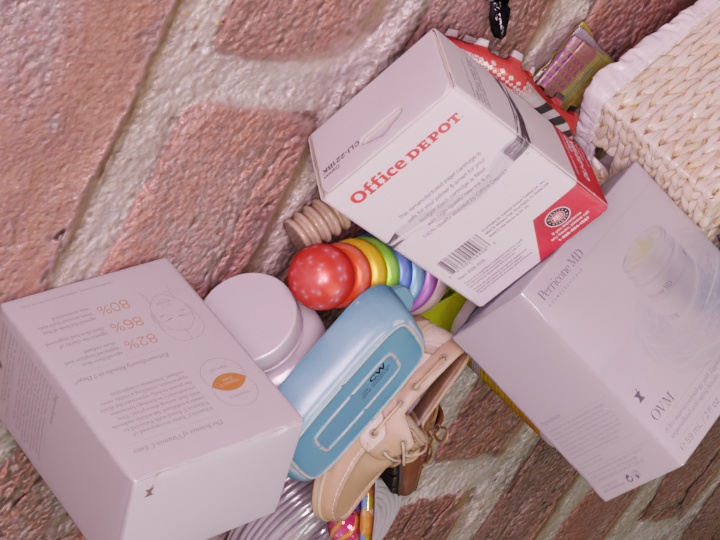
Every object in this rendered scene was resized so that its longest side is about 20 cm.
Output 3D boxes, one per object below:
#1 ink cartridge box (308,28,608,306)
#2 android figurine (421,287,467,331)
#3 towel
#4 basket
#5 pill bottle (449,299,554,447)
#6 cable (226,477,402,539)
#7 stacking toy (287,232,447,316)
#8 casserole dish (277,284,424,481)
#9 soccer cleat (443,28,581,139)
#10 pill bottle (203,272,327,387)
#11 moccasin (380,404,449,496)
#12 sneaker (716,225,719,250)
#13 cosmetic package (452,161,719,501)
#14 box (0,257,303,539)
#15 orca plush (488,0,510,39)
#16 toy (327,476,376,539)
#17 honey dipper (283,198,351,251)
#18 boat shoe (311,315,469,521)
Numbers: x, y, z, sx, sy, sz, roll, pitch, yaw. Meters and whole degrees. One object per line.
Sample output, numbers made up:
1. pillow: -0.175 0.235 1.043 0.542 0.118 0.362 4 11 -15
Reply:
1. ink cartridge box: 0.078 -0.079 1.361 0.144 0.084 0.200 -39 131 22
2. android figurine: 0.067 0.064 1.650 0.182 0.041 0.200 -27 143 -26
3. towel: 0.163 -0.128 1.546 0.200 0.023 0.144 -48 149 10
4. basket: 0.314 -0.122 1.553 0.200 0.161 0.198 -37 159 -17
5. pill bottle: 0.187 0.096 1.591 0.113 0.200 0.113 -33 149 -23
6. cable: -0.044 0.262 1.732 0.200 0.069 0.200 -45 149 2
7. stacking toy: 0.000 0.000 1.419 0.085 0.085 0.200 -54 159 17
8. casserole dish: -0.014 0.099 1.392 0.200 0.039 0.121 -49 152 -7
9. soccer cleat: 0.115 -0.135 1.416 0.200 0.069 0.085 29 87 -51
10. pill bottle: -0.074 0.088 1.450 0.112 0.112 0.200 -37 148 -10
11. moccasin: 0.051 0.138 1.620 0.078 0.074 0.201 -16 130 -23
12. sneaker: 0.364 -0.019 1.550 0.087 0.074 0.200 -24 155 4
13. cosmetic package: 0.226 0.051 1.460 0.199 0.200 0.123 -46 -177 -35
14. box: -0.167 0.106 1.280 0.152 0.200 0.106 -17 140 -35
15. orca plush: 0.089 -0.230 1.290 0.105 0.071 0.200 -41 149 -3
16. toy: -0.008 0.234 1.603 0.047 0.115 0.200 -2 127 -2
17. honey dipper: 0.023 -0.084 1.430 0.200 0.038 0.038 -37 148 -15
18. boat shoe: 0.026 0.138 1.475 0.200 0.064 0.071 -61 155 -1
